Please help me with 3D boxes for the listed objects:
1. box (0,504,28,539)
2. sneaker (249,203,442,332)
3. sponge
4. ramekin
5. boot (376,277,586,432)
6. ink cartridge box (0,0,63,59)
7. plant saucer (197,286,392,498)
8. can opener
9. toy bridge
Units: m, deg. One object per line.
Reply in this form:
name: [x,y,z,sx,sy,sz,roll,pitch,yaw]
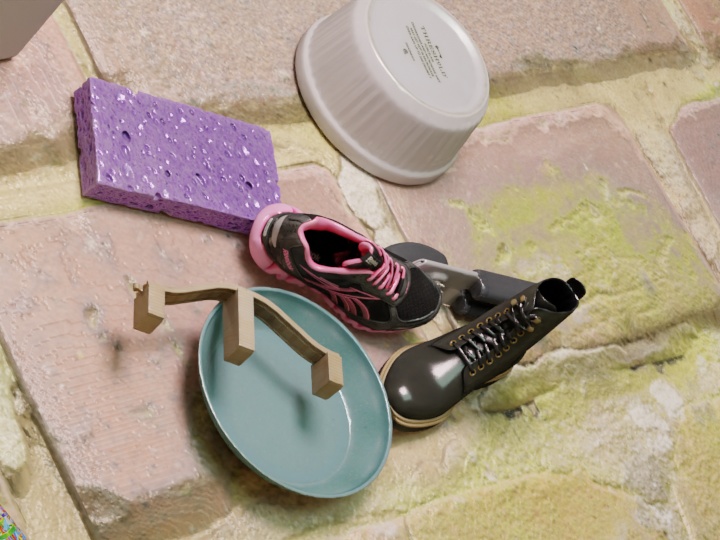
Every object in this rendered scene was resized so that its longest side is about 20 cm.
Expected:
box: [-0.320,0.224,1.208,0.193,0.122,0.200,51,39,2]
sneaker: [0.000,0.000,1.683,0.199,0.095,0.080,24,73,-28]
sponge: [-0.160,-0.098,1.677,0.199,0.030,0.112,14,52,-37]
ramekin: [0.040,-0.194,1.886,0.201,0.094,0.203,24,46,-27]
boot: [0.107,0.066,1.712,0.078,0.138,0.200,53,40,5]
ink cartridge box: [-0.350,-0.285,1.555,0.144,0.147,0.201,-20,75,-49]
plant saucer: [-0.062,0.109,1.602,0.199,0.036,0.201,24,45,-27]
can opener: [0.111,0.012,1.824,0.199,0.053,0.067,16,49,-34]
toy bridge: [-0.102,0.045,1.566,0.199,0.027,0.068,23,44,-29]
